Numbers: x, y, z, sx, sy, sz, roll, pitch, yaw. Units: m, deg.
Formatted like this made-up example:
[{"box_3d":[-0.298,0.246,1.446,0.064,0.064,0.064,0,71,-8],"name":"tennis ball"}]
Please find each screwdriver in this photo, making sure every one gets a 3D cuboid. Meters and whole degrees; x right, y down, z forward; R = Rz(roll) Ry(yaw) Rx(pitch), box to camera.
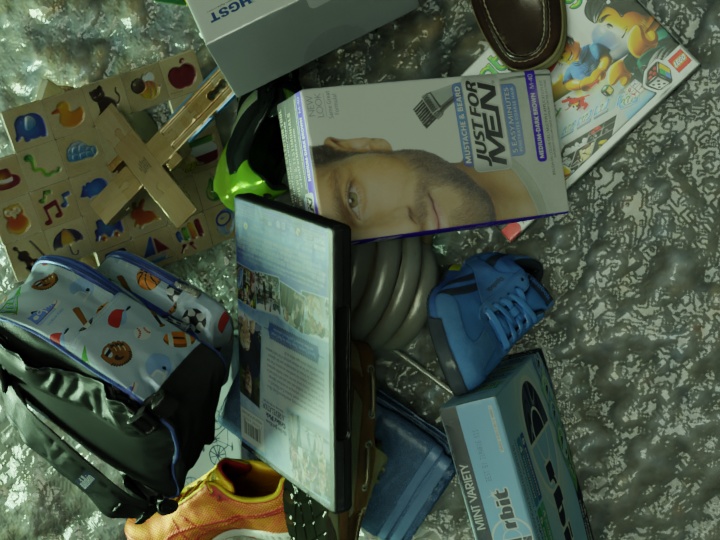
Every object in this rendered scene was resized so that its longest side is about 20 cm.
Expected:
[{"box_3d":[0.028,0.063,0.930,0.199,0.028,0.029,33,132,11],"name":"screwdriver"}]

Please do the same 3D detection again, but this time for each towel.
[{"box_3d":[-0.018,0.138,0.922,0.199,0.049,0.112,33,112,6],"name":"towel"}]

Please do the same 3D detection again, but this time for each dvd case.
[{"box_3d":[-0.049,0.054,0.776,0.142,0.017,0.201,20,114,54],"name":"dvd case"}]

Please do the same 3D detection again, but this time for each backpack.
[{"box_3d":[-0.198,0.072,0.860,0.190,0.154,0.200,26,142,6],"name":"backpack"}]

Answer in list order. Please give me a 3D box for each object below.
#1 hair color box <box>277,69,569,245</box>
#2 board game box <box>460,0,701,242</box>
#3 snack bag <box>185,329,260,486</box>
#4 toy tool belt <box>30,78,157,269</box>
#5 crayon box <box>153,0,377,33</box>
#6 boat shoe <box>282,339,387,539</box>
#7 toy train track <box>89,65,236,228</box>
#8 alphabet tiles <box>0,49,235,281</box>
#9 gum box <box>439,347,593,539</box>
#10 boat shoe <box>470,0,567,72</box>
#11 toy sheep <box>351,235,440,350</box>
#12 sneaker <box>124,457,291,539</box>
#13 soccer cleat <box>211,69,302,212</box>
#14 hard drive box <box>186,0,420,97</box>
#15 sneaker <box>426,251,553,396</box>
[{"box_3d":[0.047,-0.081,0.798,0.199,0.065,0.110,-9,90,-20],"name":"hair color box"},{"box_3d":[0.151,-0.136,0.869,0.200,0.035,0.126,-45,81,16],"name":"board game box"},{"box_3d":[-0.104,0.145,0.980,0.199,0.021,0.190,-5,93,17],"name":"snack bag"},{"box_3d":[-0.255,-0.062,0.955,0.124,0.123,0.201,10,98,16],"name":"toy tool belt"},{"box_3d":[-0.069,-0.271,0.892,0.199,0.052,0.126,11,71,16],"name":"crayon box"},{"box_3d":[-0.013,0.147,0.833,0.076,0.073,0.201,24,119,56],"name":"boat shoe"},{"box_3d":[-0.136,-0.112,0.870,0.200,0.033,0.115,-43,78,15],"name":"toy train track"},{"box_3d":[-0.205,-0.072,0.906,0.199,0.008,0.168,-23,115,-20],"name":"alphabet tiles"},{"box_3d":[0.123,0.159,0.817,0.044,0.200,0.171,-16,90,18],"name":"gum box"},{"box_3d":[0.102,-0.247,0.834,0.072,0.072,0.201,-17,76,26],"name":"boat shoe"},{"box_3d":[0.000,0.000,0.873,0.199,0.138,0.139,17,102,-22],"name":"toy sheep"},{"box_3d":[-0.120,0.192,0.926,0.199,0.073,0.077,-17,113,24],"name":"sneaker"},{"box_3d":[-0.070,-0.141,0.891,0.081,0.067,0.201,-15,62,48],"name":"soccer cleat"},{"box_3d":[-0.068,-0.255,0.816,0.155,0.077,0.201,-27,67,1],"name":"hard drive box"},{"box_3d":[0.099,0.029,0.814,0.078,0.200,0.066,-15,103,18],"name":"sneaker"}]
